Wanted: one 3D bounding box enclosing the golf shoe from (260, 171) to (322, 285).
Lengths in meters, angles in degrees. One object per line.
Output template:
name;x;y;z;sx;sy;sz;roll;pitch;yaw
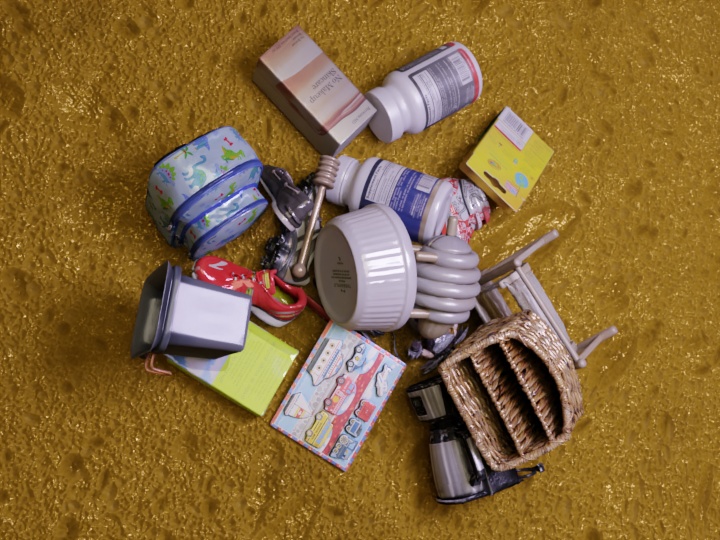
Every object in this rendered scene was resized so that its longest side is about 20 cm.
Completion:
golf shoe;-0.093;-0.069;1.382;0.094;0.077;0.203;31;72;-27

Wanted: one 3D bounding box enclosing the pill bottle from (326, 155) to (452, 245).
pill bottle;0.047;-0.124;1.381;0.197;0.111;0.112;21;73;14

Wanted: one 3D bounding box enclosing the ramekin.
ramekin;0.000;0.000;1.291;0.093;0.202;0.206;-7;80;-27

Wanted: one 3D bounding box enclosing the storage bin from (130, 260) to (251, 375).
storage bin;-0.246;0.082;1.193;0.132;0.199;0.148;13;75;-22

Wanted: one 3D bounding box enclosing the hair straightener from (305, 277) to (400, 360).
hair straightener;-0.005;0.079;1.382;0.199;0.041;0.077;39;71;-1

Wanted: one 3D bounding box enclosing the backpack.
backpack;-0.230;-0.120;1.272;0.182;0.200;0.148;-35;84;-19

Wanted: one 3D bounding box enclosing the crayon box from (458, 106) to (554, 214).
crayon box;0.257;-0.191;1.472;0.127;0.051;0.200;43;49;-4

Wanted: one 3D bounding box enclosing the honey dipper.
honey dipper;-0.076;-0.086;1.329;0.037;0.038;0.203;18;79;-11

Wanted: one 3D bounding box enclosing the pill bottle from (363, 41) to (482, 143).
pill bottle;0.108;-0.313;1.456;0.198;0.116;0.117;-31;88;-19

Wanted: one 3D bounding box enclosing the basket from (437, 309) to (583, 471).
basket;0.241;0.182;1.255;0.148;0.142;0.202;-33;98;-46

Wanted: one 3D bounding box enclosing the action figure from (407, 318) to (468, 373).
action figure;0.109;0.086;1.401;0.130;0.069;0.201;-42;96;-28

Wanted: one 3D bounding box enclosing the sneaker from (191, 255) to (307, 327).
sneaker;-0.170;0.018;1.302;0.198;0.085;0.078;24;49;-31

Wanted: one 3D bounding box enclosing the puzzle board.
puzzle board;-0.035;0.202;1.345;0.150;0.017;0.202;32;82;-7

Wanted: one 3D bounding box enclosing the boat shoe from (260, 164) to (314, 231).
boat shoe;-0.118;-0.128;1.324;0.057;0.201;0.067;-37;124;4

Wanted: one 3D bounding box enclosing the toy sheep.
toy sheep;0.129;0.013;1.314;0.135;0.138;0.203;7;106;-14

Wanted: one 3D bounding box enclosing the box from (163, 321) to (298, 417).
box;-0.213;0.130;1.311;0.198;0.048;0.123;32;71;-6

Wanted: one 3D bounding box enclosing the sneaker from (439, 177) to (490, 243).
sneaker;0.182;-0.067;1.451;0.106;0.067;0.205;-4;77;-14

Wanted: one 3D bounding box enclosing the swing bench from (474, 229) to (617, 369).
swing bench;0.279;0.076;1.372;0.129;0.200;0.201;-31;87;-39

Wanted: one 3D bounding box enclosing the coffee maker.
coffee maker;0.184;0.264;1.367;0.190;0.134;0.203;-8;81;-44

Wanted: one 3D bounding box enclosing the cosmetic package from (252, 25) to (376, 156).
cosmetic package;-0.080;-0.303;1.416;0.200;0.087;0.103;45;70;-3
